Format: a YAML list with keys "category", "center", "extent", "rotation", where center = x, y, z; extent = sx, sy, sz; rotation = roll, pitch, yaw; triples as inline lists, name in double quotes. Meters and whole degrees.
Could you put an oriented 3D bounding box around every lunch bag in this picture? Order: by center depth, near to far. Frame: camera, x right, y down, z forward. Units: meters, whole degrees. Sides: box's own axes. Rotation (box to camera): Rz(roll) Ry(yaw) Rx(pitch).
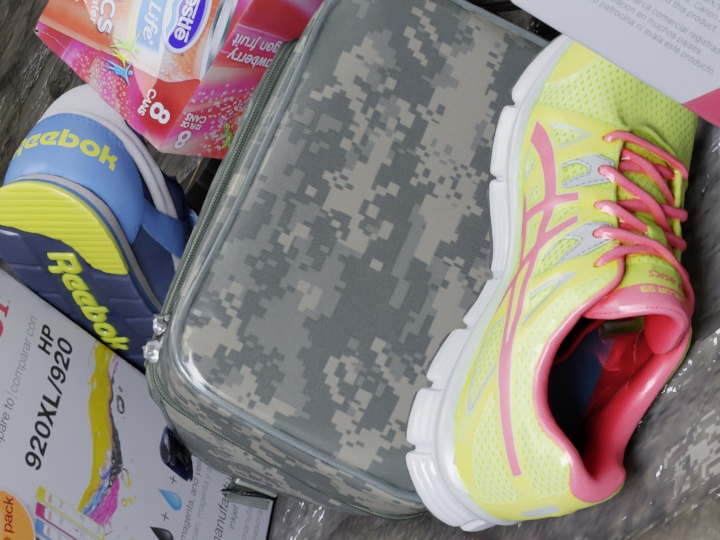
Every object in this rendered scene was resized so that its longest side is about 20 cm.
- category: "lunch bag"
  center: [0.000, 0.000, 0.873]
  extent: [0.168, 0.139, 0.201]
  rotation: [132, 162, -77]

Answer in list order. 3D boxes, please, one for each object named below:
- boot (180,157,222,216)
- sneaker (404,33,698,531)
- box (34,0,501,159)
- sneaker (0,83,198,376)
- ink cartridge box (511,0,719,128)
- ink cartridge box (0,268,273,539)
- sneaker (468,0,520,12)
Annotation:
- category: "boot"
  center: [-0.106, 0.016, 1.158]
  extent: [0.200, 0.077, 0.138]
  rotation: [-50, 4, -41]
- category: "sneaker"
  center: [0.088, -0.001, 0.755]
  extent: [0.090, 0.078, 0.201]
  rotation: [-2, 68, 57]
- category: "box"
  center: [-0.036, -0.111, 0.978]
  extent: [0.095, 0.200, 0.100]
  rotation: [43, 110, 25]
- category: "sneaker"
  center: [-0.103, -0.002, 0.978]
  extent: [0.200, 0.074, 0.082]
  rotation: [74, -157, -53]
- category: "ink cartridge box"
  center: [0.152, -0.144, 0.666]
  extent: [0.200, 0.145, 0.084]
  rotation: [-52, 22, 23]
- category: "ink cartridge box"
  center: [-0.163, 0.118, 0.961]
  extent: [0.144, 0.200, 0.148]
  rotation: [-23, 41, 36]
- category: "sneaker"
  center: [0.051, -0.150, 0.899]
  extent: [0.200, 0.078, 0.078]
  rotation: [9, -106, -73]
